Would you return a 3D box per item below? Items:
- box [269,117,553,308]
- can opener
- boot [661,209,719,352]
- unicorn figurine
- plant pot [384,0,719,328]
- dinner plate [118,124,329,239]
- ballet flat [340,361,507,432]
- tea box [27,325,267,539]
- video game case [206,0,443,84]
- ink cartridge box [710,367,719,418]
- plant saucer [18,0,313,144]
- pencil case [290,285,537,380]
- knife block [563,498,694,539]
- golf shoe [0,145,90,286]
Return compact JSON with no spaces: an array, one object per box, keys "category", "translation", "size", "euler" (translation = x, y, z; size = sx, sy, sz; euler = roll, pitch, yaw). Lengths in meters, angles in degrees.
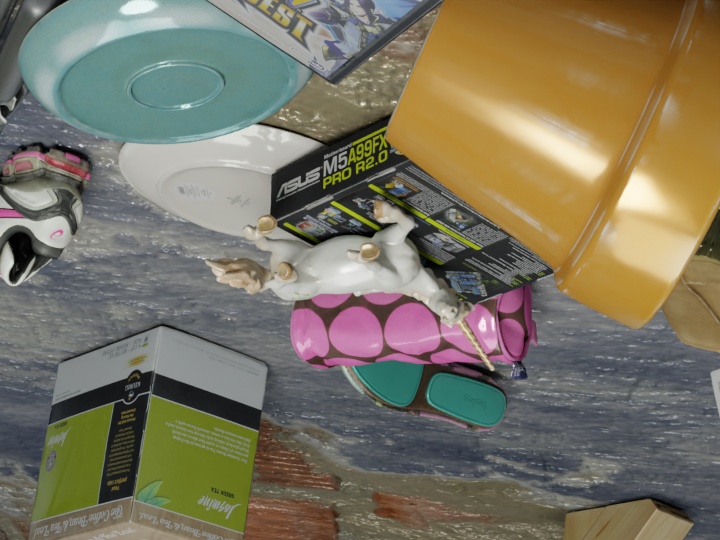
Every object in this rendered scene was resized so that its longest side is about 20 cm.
[{"category":"box","translation":[0.057,-0.041,1.400],"size":[0.160,0.045,0.199],"euler":[-22,144,38]},{"category":"can opener","translation":[-0.239,-0.149,1.277],"size":[0.053,0.067,0.200],"euler":[35,144,-6]},{"category":"boot","translation":[0.293,0.006,1.442],"size":[0.174,0.067,0.200],"euler":[10,161,31]},{"category":"unicorn figurine","translation":[0.000,0.000,1.371],"size":[0.198,0.074,0.137],"euler":[11,164,15]},{"category":"plant pot","translation":[0.120,-0.095,1.109],"size":[0.182,0.201,0.200],"euler":[24,157,1]},{"category":"dinner plate","translation":[-0.088,-0.061,1.460],"size":[0.198,0.024,0.200],"euler":[8,157,3]},{"category":"ballet flat","translation":[0.046,0.099,1.762],"size":[0.199,0.070,0.071],"euler":[22,174,-32]},{"category":"tea box","translation":[-0.209,0.181,1.862],"size":[0.133,0.198,0.199],"euler":[23,154,-33]},{"category":"video game case","translation":[-0.050,-0.194,1.051],"size":[0.199,0.026,0.180],"euler":[33,151,-17]},{"category":"ink cartridge box","translation":[0.401,0.091,1.523],"size":[0.144,0.088,0.200],"euler":[-5,167,-29]},{"category":"plant saucer","translation":[-0.121,-0.129,1.236],"size":[0.198,0.028,0.200],"euler":[-7,159,-3]},{"category":"pencil case","translation":[0.046,0.044,1.592],"size":[0.198,0.092,0.094],"euler":[0,170,26]},{"category":"knife block","translation":[0.278,0.359,2.150],"size":[0.064,0.177,0.199],"euler":[22,154,-33]},{"category":"golf shoe","translation":[-0.285,-0.031,1.511],"size":[0.072,0.093,0.200],"euler":[19,157,-30]}]
